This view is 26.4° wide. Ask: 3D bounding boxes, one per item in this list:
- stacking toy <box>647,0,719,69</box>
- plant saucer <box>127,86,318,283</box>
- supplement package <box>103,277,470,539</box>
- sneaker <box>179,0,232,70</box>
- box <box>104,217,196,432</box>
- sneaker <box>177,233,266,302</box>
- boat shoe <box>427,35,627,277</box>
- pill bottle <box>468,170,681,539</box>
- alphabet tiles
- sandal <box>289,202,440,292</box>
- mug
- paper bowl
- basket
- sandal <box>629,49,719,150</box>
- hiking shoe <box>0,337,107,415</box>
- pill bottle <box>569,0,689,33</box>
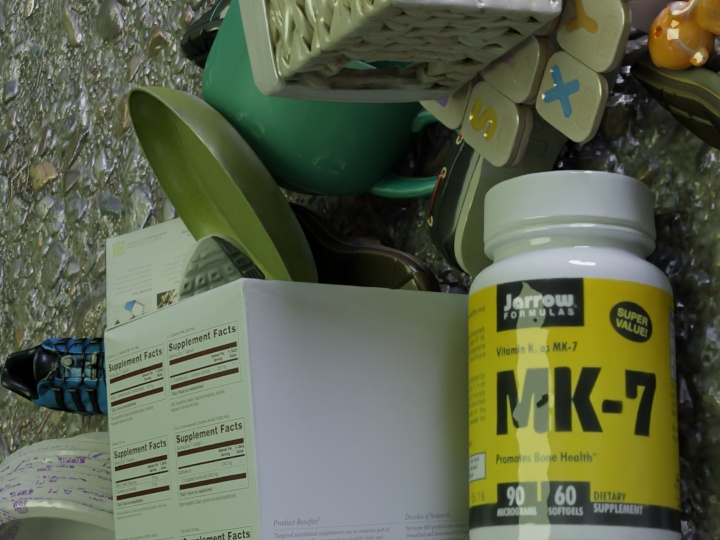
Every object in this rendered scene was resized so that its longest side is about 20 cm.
[{"bbox_3d":[0.218,-0.170,0.755,0.200,0.109,0.117,-46,48,29],"label":"stacking toy"},{"bbox_3d":[-0.086,-0.044,1.022,0.031,0.201,0.200,-36,38,-15],"label":"plant saucer"},{"bbox_3d":[-0.027,0.121,0.873,0.146,0.190,0.202,-18,73,48],"label":"supplement package"},{"bbox_3d":[-0.060,-0.206,1.171,0.199,0.075,0.080,-17,54,42],"label":"sneaker"},{"bbox_3d":[-0.130,0.057,1.172,0.143,0.036,0.202,-14,68,28],"label":"box"},{"bbox_3d":[-0.080,0.056,1.030,0.087,0.074,0.201,-109,5,-54],"label":"sneaker"},{"bbox_3d":[0.098,-0.094,0.925,0.203,0.073,0.063,-67,28,7],"label":"boat shoe"},{"bbox_3d":[0.115,0.056,0.834,0.114,0.114,0.202,-16,69,49],"label":"pill bottle"},{"bbox_3d":[0.084,-0.164,0.850,0.196,0.014,0.202,47,131,46],"label":"alphabet tiles"},{"bbox_3d":[0.000,0.000,1.038,0.199,0.054,0.083,15,113,54],"label":"sandal"},{"bbox_3d":[-0.023,-0.112,1.020,0.115,0.151,0.185,-60,42,26],"label":"mug"},{"bbox_3d":[-0.180,0.198,1.115,0.200,0.200,0.105,-38,24,39],"label":"paper bowl"},{"bbox_3d":[0.012,-0.204,0.823,0.123,0.135,0.202,-24,74,54],"label":"basket"},{"bbox_3d":[0.215,-0.080,0.787,0.054,0.080,0.200,-48,38,2],"label":"sandal"},{"bbox_3d":[-0.228,0.090,1.279,0.199,0.086,0.075,-17,68,48],"label":"hiking shoe"},{"bbox_3d":[0.176,-0.232,0.831,0.112,0.112,0.202,38,111,49],"label":"pill bottle"}]
